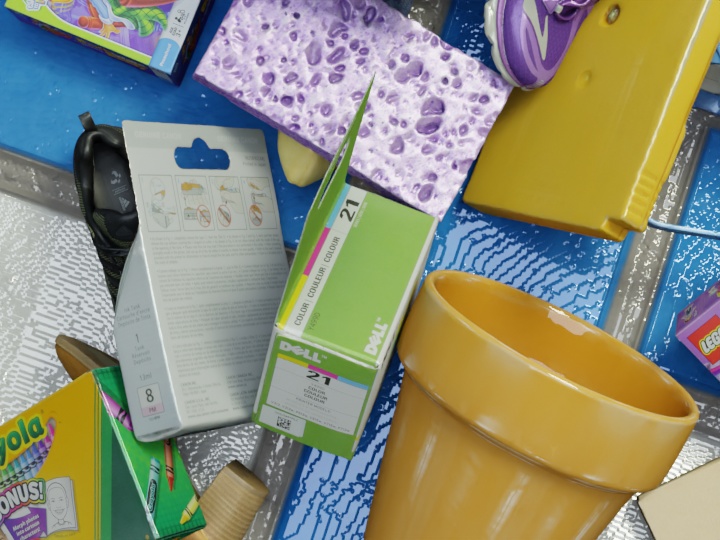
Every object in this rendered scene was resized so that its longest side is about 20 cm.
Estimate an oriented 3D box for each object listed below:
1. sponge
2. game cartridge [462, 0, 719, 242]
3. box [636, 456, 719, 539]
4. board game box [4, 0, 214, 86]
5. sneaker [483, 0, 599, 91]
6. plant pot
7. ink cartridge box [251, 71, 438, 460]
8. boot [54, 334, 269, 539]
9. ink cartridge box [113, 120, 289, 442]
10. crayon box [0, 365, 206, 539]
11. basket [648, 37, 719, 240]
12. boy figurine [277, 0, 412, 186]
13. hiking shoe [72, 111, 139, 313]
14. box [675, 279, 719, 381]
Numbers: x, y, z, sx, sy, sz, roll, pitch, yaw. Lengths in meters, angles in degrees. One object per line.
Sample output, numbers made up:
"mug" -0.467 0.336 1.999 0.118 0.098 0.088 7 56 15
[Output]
"sponge" -0.005 -0.131 1.094 0.199 0.030 0.112 31 84 -6
"game cartridge" 0.163 -0.124 1.086 0.032 0.176 0.202 23 87 -32
"box" 0.316 0.192 1.116 0.198 0.021 0.165 -25 84 0
"board game box" -0.158 -0.255 1.167 0.133 0.045 0.202 21 87 5
"sneaker" 0.151 -0.213 1.067 0.083 0.080 0.202 33 100 45
"plant pot" 0.095 0.127 1.060 0.198 0.200 0.185 26 103 5
"ink cartridge box" 0.000 0.000 1.031 0.075 0.201 0.149 21 46 4
"boot" -0.175 0.156 1.123 0.201 0.071 0.145 39 96 12
"ink cartridge box" -0.107 0.006 1.084 0.057 0.162 0.202 -20 82 31
"crayon box" -0.208 0.158 1.080 0.199 0.058 0.120 -31 76 29
"basket" 0.286 -0.111 1.084 0.174 0.139 0.203 12 88 4
"boy figurine" -0.007 -0.154 1.141 0.123 0.064 0.202 15 88 -10
"hiking shoe" -0.157 -0.011 1.118 0.075 0.101 0.202 -27 84 1
"box" 0.325 0.023 1.045 0.137 0.039 0.200 45 115 -7
